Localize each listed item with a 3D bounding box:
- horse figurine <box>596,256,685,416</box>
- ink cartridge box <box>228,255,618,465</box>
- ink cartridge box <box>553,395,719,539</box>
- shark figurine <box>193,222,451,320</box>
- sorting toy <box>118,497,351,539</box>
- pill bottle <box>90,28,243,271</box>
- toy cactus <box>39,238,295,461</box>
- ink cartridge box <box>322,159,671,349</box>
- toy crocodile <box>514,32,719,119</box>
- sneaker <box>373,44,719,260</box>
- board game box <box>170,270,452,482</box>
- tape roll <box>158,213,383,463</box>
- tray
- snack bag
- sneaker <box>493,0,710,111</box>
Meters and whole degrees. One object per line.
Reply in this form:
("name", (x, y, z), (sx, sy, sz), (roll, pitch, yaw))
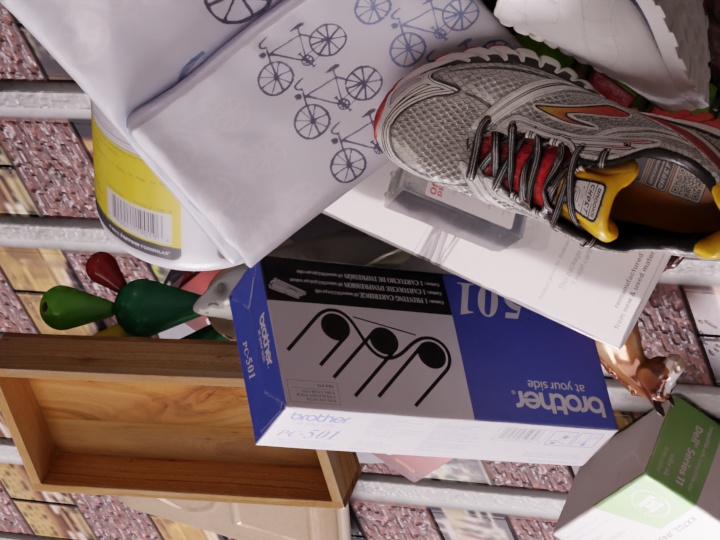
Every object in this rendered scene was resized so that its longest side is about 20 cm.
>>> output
("horse figurine", (0.111, -0.004, 1.568), (0.200, 0.050, 0.133), (21, 139, 3))
("ink cartridge box", (0.035, 0.049, 1.432), (0.200, 0.094, 0.044), (5, 145, -27))
("ink cartridge box", (0.239, 0.177, 1.703), (0.200, 0.067, 0.117), (33, 144, -11))
("shark figurine", (0.022, -0.002, 1.516), (0.214, 0.090, 0.128), (17, 140, -41))
("sorting toy", (-0.093, 0.129, 1.877), (0.200, 0.036, 0.185), (18, 144, 17))
("pill bottle", (-0.087, -0.106, 1.409), (0.112, 0.112, 0.200), (15, 132, 14))
("toy cactus", (-0.082, 0.039, 1.580), (0.200, 0.102, 0.165), (35, 124, -7))
("ink cartridge box", (0.071, -0.048, 1.440), (0.200, 0.146, 0.085), (26, 104, 3))
("toy crocodile", (0.170, -0.080, 1.423), (0.200, 0.062, 0.068), (26, 145, -2))
("sneaker", (0.104, -0.056, 1.311), (0.200, 0.082, 0.078), (12, 114, 6))
("board game box", (-0.017, 0.053, 1.629), (0.200, 0.019, 0.103), (35, 144, -13))
("tape roll", (-0.026, 0.035, 1.684), (0.200, 0.066, 0.200), (16, 143, 12))
("tray", (-0.107, 0.084, 1.530), (0.200, 0.037, 0.099), (1, 130, 22))
("snack bag", (-0.048, -0.123, 1.322), (0.189, 0.021, 0.200), (-36, 115, 9))
("sneaker", (0.112, -0.138, 1.321), (0.080, 0.076, 0.200), (-19, 143, 24))
